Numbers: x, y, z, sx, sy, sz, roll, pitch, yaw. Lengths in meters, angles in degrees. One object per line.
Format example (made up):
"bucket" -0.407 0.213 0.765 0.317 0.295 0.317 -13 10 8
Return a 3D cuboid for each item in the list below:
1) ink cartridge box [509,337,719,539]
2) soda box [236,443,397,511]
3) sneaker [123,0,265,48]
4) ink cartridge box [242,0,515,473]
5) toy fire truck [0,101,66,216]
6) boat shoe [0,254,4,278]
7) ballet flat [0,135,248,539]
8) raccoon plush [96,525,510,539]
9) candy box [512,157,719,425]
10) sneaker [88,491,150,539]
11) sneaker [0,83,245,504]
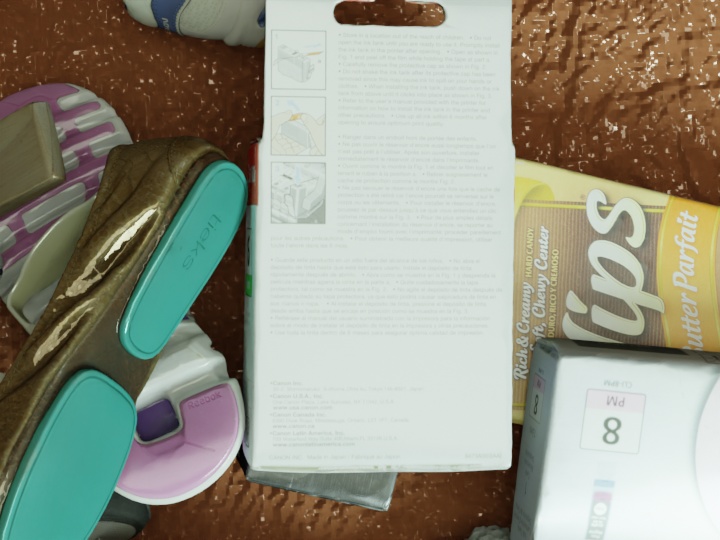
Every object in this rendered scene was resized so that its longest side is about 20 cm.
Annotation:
"ink cartridge box" 0.147 0.136 0.796 0.161 0.057 0.201 5 93 -8
"soda box" 0.000 0.000 0.808 0.070 0.063 0.201 13 90 -9
"sneaker" -0.063 -0.200 0.785 0.087 0.075 0.202 4 91 -8
"ink cartridge box" 0.007 -0.019 0.751 0.108 0.050 0.202 1 91 -8
"toy fire truck" -0.235 -0.060 0.747 0.199 0.129 0.177 -12 93 -16
"boat shoe" -0.207 0.066 0.748 0.200 0.071 0.091 -32 90 24
"ballet flat" -0.115 0.031 0.709 0.072 0.068 0.201 15 72 29
"raccoon plush" -0.032 0.139 0.789 0.200 0.096 0.134 -44 118 -32
"candy box" 0.132 0.023 0.831 0.199 0.055 0.116 13 92 -10
"sneaker" -0.172 0.148 0.757 0.199 0.074 0.080 -27 78 -31
"sneaker" -0.111 0.015 0.788 0.080 0.089 0.201 -24 73 -4
